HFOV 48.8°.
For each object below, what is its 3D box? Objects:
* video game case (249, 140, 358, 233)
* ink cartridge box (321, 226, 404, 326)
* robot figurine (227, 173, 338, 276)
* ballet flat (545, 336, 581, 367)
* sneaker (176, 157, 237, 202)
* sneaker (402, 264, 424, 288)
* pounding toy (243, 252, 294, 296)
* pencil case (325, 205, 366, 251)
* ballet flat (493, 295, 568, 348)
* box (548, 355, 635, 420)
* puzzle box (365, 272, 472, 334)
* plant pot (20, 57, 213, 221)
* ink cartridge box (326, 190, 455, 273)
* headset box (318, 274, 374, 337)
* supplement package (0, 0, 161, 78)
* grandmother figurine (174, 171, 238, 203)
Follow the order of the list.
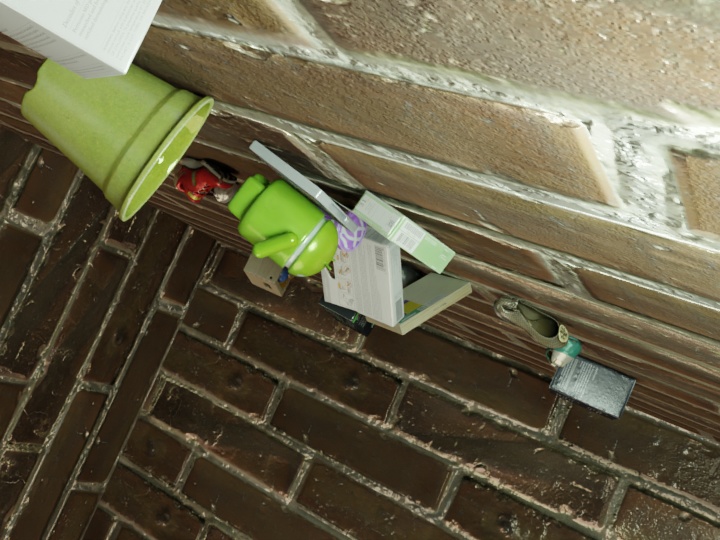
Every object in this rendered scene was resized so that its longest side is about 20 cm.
[{"bbox_3d":[-0.086,-0.130,1.270,0.143,0.018,0.200,38,180,20],"label":"video game case"},{"bbox_3d":[0.000,0.000,1.590,0.176,0.045,0.200,20,133,30],"label":"ink cartridge box"},{"bbox_3d":[-0.122,-0.071,1.322,0.200,0.116,0.175,39,-166,-3],"label":"robot figurine"},{"bbox_3d":[0.486,0.200,1.911,0.067,0.071,0.200,23,174,9],"label":"ballet flat"},{"bbox_3d":[-0.323,-0.179,1.647,0.077,0.085,0.200,27,174,-34],"label":"sneaker"},{"bbox_3d":[0.141,0.032,1.883,0.079,0.076,0.200,-3,163,23],"label":"sneaker"},{"bbox_3d":[-0.221,-0.028,2.309,0.142,0.184,0.200,24,166,9],"label":"pounding toy"},{"bbox_3d":[-0.084,-0.098,1.453,0.200,0.084,0.086,19,149,33],"label":"pencil case"},{"bbox_3d":[0.359,0.103,1.629,0.200,0.068,0.046,29,141,-22],"label":"ballet flat"},{"bbox_3d":[0.632,0.318,2.185,0.200,0.118,0.197,23,175,16],"label":"box"},{"bbox_3d":[0.122,0.067,1.696,0.133,0.200,0.025,18,131,55],"label":"puzzle box"},{"bbox_3d":[-0.325,-0.199,1.037,0.184,0.201,0.200,36,173,-8],"label":"plant pot"},{"bbox_3d":[0.040,-0.080,1.256,0.145,0.048,0.200,30,-172,-45],"label":"ink cartridge box"},{"bbox_3d":[0.002,0.040,1.818,0.093,0.174,0.200,27,171,18],"label":"headset box"},{"bbox_3d":[-0.238,-0.234,0.536,0.200,0.120,0.121,27,175,-34],"label":"supplement package"},{"bbox_3d":[-0.351,-0.194,1.813,0.121,0.061,0.200,-9,-163,-44],"label":"grandmother figurine"}]
